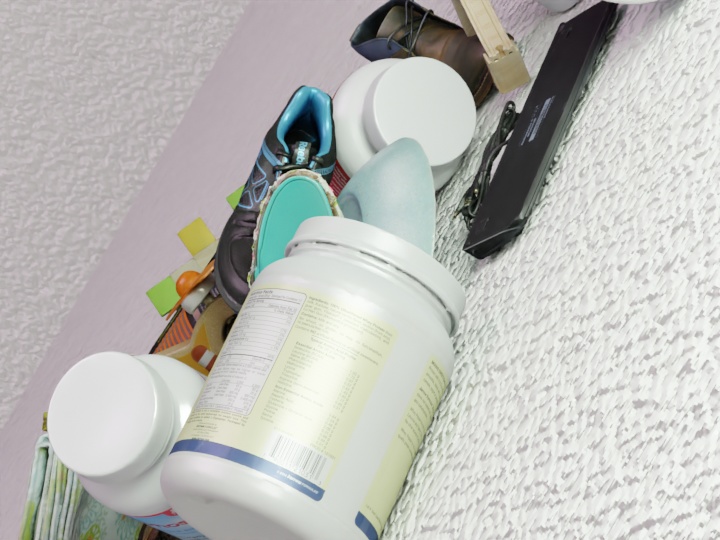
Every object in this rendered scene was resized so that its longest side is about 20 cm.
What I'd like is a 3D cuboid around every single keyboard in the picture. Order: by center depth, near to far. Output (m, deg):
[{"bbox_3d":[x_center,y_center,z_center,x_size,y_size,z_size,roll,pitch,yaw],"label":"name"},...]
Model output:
[{"bbox_3d":[0.118,-0.093,1.590,0.127,0.021,0.201,-26,35,60],"label":"keyboard"}]

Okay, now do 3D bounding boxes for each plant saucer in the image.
[{"bbox_3d":[0.000,0.000,1.652,0.201,0.038,0.203,-170,90,-73],"label":"plant saucer"}]

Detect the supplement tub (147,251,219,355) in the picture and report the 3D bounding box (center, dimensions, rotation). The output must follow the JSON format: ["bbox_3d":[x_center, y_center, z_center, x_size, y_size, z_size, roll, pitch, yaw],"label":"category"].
[{"bbox_3d":[-0.094,0.060,1.852,0.200,0.122,0.123,-54,13,24],"label":"supplement tub"}]

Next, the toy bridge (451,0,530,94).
[{"bbox_3d":[0.082,-0.214,1.770,0.027,0.067,0.200,-25,37,3],"label":"toy bridge"}]

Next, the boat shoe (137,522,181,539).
[{"bbox_3d":[-0.100,0.167,1.688,0.200,0.072,0.072,-38,14,30],"label":"boat shoe"}]

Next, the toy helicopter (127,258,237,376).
[{"bbox_3d":[-0.123,0.058,1.752,0.199,0.133,0.079,-20,22,27],"label":"toy helicopter"}]

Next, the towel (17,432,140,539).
[{"bbox_3d":[-0.209,0.217,1.764,0.200,0.048,0.172,31,-110,-71],"label":"towel"}]

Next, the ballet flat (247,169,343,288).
[{"bbox_3d":[-0.036,0.030,1.585,0.064,0.075,0.202,-24,-69,-80],"label":"ballet flat"}]

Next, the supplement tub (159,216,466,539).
[{"bbox_3d":[-0.026,0.082,1.463,0.201,0.144,0.145,-64,13,-21],"label":"supplement tub"}]

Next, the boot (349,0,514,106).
[{"bbox_3d":[0.054,-0.175,1.856,0.075,0.097,0.200,-61,12,-12],"label":"boot"}]

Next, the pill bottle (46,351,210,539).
[{"bbox_3d":[-0.129,0.120,1.556,0.109,0.108,0.200,-60,-28,-4],"label":"pill bottle"}]

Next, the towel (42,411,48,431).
[{"bbox_3d":[-0.136,0.117,1.737,0.086,0.199,0.018,155,119,-68],"label":"towel"}]

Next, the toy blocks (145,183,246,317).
[{"bbox_3d":[-0.080,-0.007,1.986,0.199,0.100,0.137,-36,-13,-3],"label":"toy blocks"}]

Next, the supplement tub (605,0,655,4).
[{"bbox_3d":[0.172,-0.264,1.502,0.132,0.131,0.200,-55,12,21],"label":"supplement tub"}]

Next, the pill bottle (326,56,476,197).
[{"bbox_3d":[0.015,-0.100,1.804,0.113,0.112,0.200,-64,13,-19],"label":"pill bottle"}]

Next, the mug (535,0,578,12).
[{"bbox_3d":[0.123,-0.307,1.694,0.148,0.175,0.200,-65,13,-23],"label":"mug"}]

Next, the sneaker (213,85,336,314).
[{"bbox_3d":[-0.060,-0.050,1.680,0.082,0.073,0.201,110,172,-48],"label":"sneaker"}]
